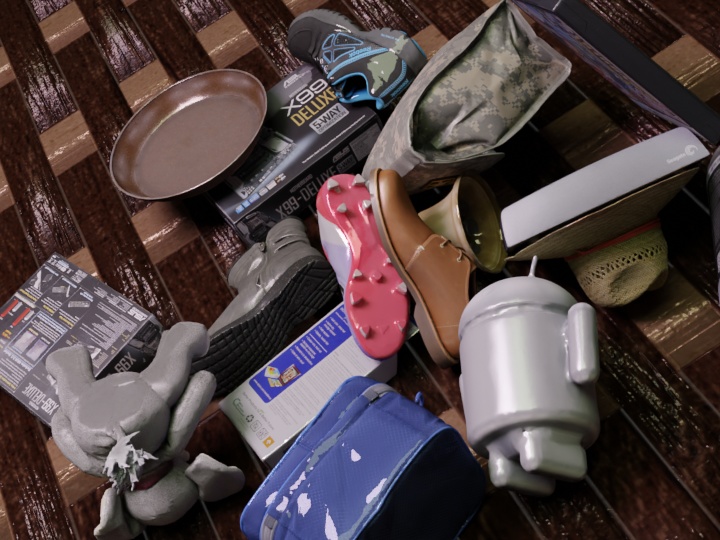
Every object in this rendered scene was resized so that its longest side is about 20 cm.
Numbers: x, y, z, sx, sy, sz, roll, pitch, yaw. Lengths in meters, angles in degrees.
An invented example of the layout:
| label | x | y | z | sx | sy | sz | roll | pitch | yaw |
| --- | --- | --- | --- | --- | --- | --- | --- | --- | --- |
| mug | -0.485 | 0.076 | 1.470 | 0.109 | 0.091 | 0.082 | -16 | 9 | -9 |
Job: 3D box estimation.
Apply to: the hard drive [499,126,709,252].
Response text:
| label | x | y | z | sx | sy | sz | roll | pitch | yaw |
| --- | --- | --- | --- | --- | --- | --- | --- | --- | --- |
| hard drive | 0.222 | -0.075 | 1.220 | 0.199 | 0.135 | 0.042 | -25 | 86 | 5 |

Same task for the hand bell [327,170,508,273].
| label | x | y | z | sx | sy | sz | roll | pitch | yaw |
| --- | --- | --- | --- | --- | --- | --- | --- | --- | --- |
| hand bell | 0.039 | -0.022 | 1.312 | 0.199 | 0.104 | 0.104 | -18 | 46 | 30 |

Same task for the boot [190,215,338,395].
| label | x | y | z | sx | sy | sz | roll | pitch | yaw |
| --- | --- | --- | --- | --- | --- | --- | --- | --- | --- |
| boot | -0.116 | 0.036 | 1.350 | 0.200 | 0.068 | 0.131 | -41 | 31 | -1 |

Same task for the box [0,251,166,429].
| label | x | y | z | sx | sy | sz | roll | pitch | yaw |
| --- | --- | --- | --- | --- | --- | --- | --- | --- | --- |
| box | -0.324 | 0.082 | 1.414 | 0.200 | 0.050 | 0.158 | 26 | 68 | 39 |

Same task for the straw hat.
| label | x | y | z | sx | sy | sz | roll | pitch | yaw |
| --- | --- | --- | --- | --- | --- | --- | --- | --- | --- |
| straw hat | 0.236 | -0.013 | 1.180 | 0.200 | 0.201 | 0.085 | -24 | 85 | 6 |

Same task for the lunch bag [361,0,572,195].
| label | x | y | z | sx | sy | sz | roll | pitch | yaw |
| --- | --- | --- | --- | --- | --- | --- | --- | --- | --- |
| lunch bag | 0.095 | -0.154 | 1.315 | 0.200 | 0.118 | 0.164 | -48 | 7 | -17 |

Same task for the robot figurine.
| label | x | y | z | sx | sy | sz | roll | pitch | yaw |
| --- | --- | --- | --- | --- | --- | --- | --- | --- | --- |
| robot figurine | 0.144 | 0.090 | 1.116 | 0.169 | 0.113 | 0.201 | -33 | 49 | 43 |

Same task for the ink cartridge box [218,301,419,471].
| label | x | y | z | sx | sy | sz | roll | pitch | yaw |
| --- | --- | --- | --- | --- | --- | --- | --- | --- | --- |
| ink cartridge box | -0.036 | 0.102 | 1.264 | 0.200 | 0.037 | 0.095 | -41 | 47 | -7 |

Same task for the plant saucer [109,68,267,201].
| label | x | y | z | sx | sy | sz | roll | pitch | yaw |
| --- | --- | --- | --- | --- | --- | --- | --- | --- | --- |
| plant saucer | -0.190 | -0.148 | 1.463 | 0.199 | 0.032 | 0.201 | -15 | 47 | 17 |

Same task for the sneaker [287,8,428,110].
| label | x | y | z | sx | sy | sz | roll | pitch | yaw |
| --- | --- | --- | --- | --- | --- | --- | --- | --- | --- |
| sneaker | -0.022 | -0.232 | 1.421 | 0.200 | 0.073 | 0.082 | 20 | 70 | 45 |

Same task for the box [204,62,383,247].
| label | x | y | z | sx | sy | sz | roll | pitch | yaw |
| --- | --- | --- | --- | --- | --- | --- | --- | --- | --- |
| box | -0.088 | -0.135 | 1.466 | 0.200 | 0.050 | 0.158 | -38 | 45 | -6 |

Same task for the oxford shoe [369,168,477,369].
| label | x | y | z | sx | sy | sz | roll | pitch | yaw |
| --- | --- | --- | --- | --- | --- | --- | --- | --- | --- |
| oxford shoe | 0.069 | -0.012 | 1.216 | 0.071 | 0.201 | 0.071 | -25 | 4 | 21 |

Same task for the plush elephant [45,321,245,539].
| label | x | y | z | sx | sy | sz | roll | pitch | yaw |
| --- | --- | --- | --- | --- | --- | --- | --- | --- | --- |
| plush elephant | -0.200 | 0.169 | 1.221 | 0.164 | 0.155 | 0.200 | -16 | 39 | 2 |

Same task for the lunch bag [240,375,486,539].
| label | x | y | z | sx | sy | sz | roll | pitch | yaw |
| --- | --- | --- | --- | --- | --- | --- | --- | --- | --- |
| lunch bag | 0.003 | 0.188 | 1.101 | 0.132 | 0.136 | 0.200 | 24 | 66 | 38 |

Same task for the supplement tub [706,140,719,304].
| label | x | y | z | sx | sy | sz | roll | pitch | yaw |
| --- | --- | --- | --- | --- | --- | --- | --- | --- | --- |
| supplement tub | 0.367 | -0.044 | 1.124 | 0.122 | 0.123 | 0.201 | -10 | 50 | 19 |

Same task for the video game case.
| label | x | y | z | sx | sy | sz | roll | pitch | yaw |
| --- | --- | --- | --- | --- | --- | --- | --- | --- | --- |
| video game case | 0.233 | -0.200 | 1.205 | 0.026 | 0.200 | 0.181 | -53 | 17 | 9 |

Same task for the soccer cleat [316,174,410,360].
| label | x | y | z | sx | sy | sz | roll | pitch | yaw |
| --- | --- | --- | --- | --- | --- | --- | --- | --- | --- |
| soccer cleat | 0.000 | 0.000 | 1.266 | 0.066 | 0.077 | 0.201 | -10 | 67 | -16 |
